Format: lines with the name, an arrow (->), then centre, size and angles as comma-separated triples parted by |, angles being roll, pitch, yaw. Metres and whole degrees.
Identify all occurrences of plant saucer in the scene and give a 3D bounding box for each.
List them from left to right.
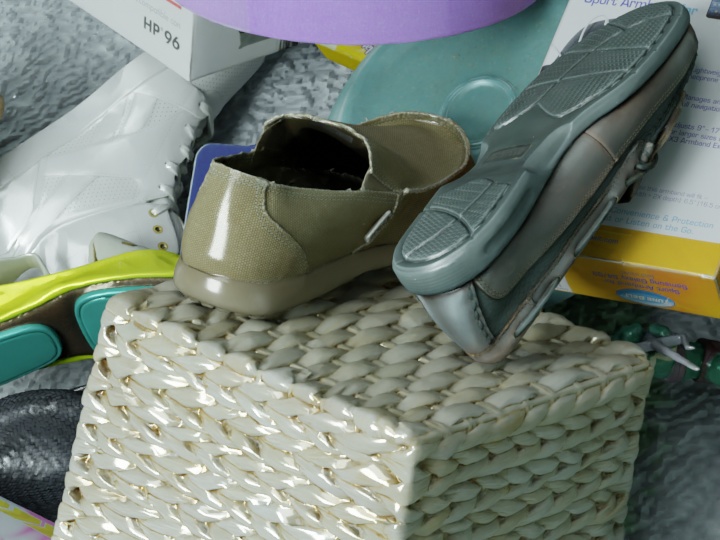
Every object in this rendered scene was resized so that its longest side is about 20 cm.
plant saucer -> 0.063, -0.069, 1.391 | 0.200, 0.036, 0.200 | -12, 56, 18

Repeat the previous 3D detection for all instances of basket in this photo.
basket -> -0.005, 0.096, 1.272 | 0.198, 0.200, 0.161 | 23, 114, 34

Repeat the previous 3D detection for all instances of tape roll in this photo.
tape roll -> -0.003, -0.180, 1.409 | 0.200, 0.066, 0.200 | 0, 29, 0

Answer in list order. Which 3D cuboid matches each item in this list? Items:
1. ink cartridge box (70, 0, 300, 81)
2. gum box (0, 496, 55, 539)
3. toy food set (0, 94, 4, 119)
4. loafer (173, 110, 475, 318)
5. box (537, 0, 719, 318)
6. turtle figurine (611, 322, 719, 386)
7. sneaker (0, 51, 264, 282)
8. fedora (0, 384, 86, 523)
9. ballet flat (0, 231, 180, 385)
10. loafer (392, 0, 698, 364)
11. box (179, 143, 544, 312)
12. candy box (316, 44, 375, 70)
ink cartridge box -> -0.079, -0.166, 1.516 | 0.200, 0.068, 0.116 | -21, 41, -36
gum box -> -0.234, 0.131, 1.345 | 0.200, 0.113, 0.066 | 21, 105, 37
toy food set -> -0.256, -0.029, 1.533 | 0.200, 0.049, 0.198 | -55, 12, 17
loafer -> -0.007, -0.038, 1.282 | 0.076, 0.068, 0.200 | 21, 30, 24
box -> 0.141, -0.077, 1.314 | 0.119, 0.042, 0.200 | 10, 59, 25
turtle figurine -> 0.191, 0.018, 1.320 | 0.150, 0.101, 0.200 | -24, 42, 9
sneaker -> -0.107, -0.046, 1.531 | 0.200, 0.074, 0.116 | -38, 72, -14
fedora -> -0.144, 0.118, 1.422 | 0.200, 0.092, 0.201 | -12, 57, 19
ballet flat -> -0.147, 0.016, 1.445 | 0.200, 0.067, 0.067 | -13, 51, 4
loafer -> 0.089, -0.040, 1.252 | 0.072, 0.063, 0.200 | -2, 37, 50
box -> 0.000, 0.000, 1.443 | 0.200, 0.032, 0.121 | 5, 83, 26
candy box -> 0.079, -0.121, 1.454 | 0.200, 0.026, 0.102 | 27, 78, 35
